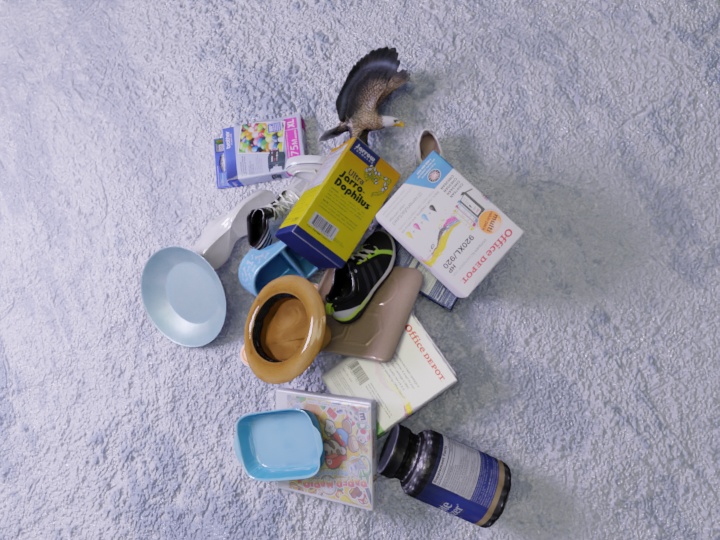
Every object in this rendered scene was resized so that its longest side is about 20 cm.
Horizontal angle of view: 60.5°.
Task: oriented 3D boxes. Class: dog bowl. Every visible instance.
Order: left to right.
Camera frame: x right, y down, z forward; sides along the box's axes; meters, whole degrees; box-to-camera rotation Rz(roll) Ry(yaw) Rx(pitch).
[{"bbox_3d":[-0.132,-0.021,1.150,0.200,0.112,0.050,-41,41,-4],"label":"dog bowl"}]

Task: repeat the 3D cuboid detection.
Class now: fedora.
[{"bbox_3d":[-0.116,0.105,1.065,0.200,0.082,0.202,-15,67,38],"label":"fedora"}]

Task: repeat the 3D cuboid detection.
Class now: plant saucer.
[{"bbox_3d":[-0.333,0.047,1.189,0.200,0.039,0.202,6,107,21],"label":"plant saucer"}]

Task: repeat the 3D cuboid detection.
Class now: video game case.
[{"bbox_3d":[-0.062,0.304,1.066,0.199,0.023,0.183,1,94,30],"label":"video game case"}]

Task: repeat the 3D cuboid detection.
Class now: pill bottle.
[{"bbox_3d":[0.134,0.330,1.012,0.199,0.112,0.112,24,83,-3],"label":"pill bottle"}]

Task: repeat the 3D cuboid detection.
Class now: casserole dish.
[{"bbox_3d":[-0.137,0.300,1.077,0.199,0.039,0.122,-15,85,30],"label":"casserole dish"}]

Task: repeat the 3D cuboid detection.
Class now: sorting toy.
[{"bbox_3d":[-0.001,0.072,1.108,0.199,0.037,0.186,7,59,33],"label":"sorting toy"}]

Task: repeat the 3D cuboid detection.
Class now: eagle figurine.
[{"bbox_3d":[0.017,-0.311,1.180,0.150,0.152,0.201,7,96,-31],"label":"eagle figurine"}]

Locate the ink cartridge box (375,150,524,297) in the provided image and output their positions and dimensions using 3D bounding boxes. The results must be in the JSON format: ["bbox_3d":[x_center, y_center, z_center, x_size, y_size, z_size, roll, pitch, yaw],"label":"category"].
[{"bbox_3d":[0.148,-0.072,1.048,0.200,0.145,0.147,42,92,3],"label":"ink cartridge box"}]

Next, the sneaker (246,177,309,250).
[{"bbox_3d":[-0.146,-0.114,1.176,0.075,0.115,0.201,28,84,16],"label":"sneaker"}]

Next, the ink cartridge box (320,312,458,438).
[{"bbox_3d":[0.054,0.192,1.093,0.200,0.084,0.145,-36,74,2],"label":"ink cartridge box"}]

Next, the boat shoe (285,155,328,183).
[{"bbox_3d":[-0.046,-0.158,1.172,0.201,0.075,0.087,10,76,-14],"label":"boat shoe"}]

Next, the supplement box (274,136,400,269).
[{"bbox_3d":[-0.040,-0.113,1.073,0.109,0.109,0.201,37,76,-18],"label":"supplement box"}]

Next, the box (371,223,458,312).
[{"bbox_3d":[0.111,-0.026,1.151,0.199,0.032,0.122,31,89,12],"label":"box"}]

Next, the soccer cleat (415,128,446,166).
[{"bbox_3d":[0.139,-0.168,1.152,0.069,0.078,0.201,-14,73,5],"label":"soccer cleat"}]

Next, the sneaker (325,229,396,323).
[{"bbox_3d":[0.000,0.000,1.080,0.071,0.083,0.201,9,60,33],"label":"sneaker"}]

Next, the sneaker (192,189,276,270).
[{"bbox_3d":[-0.257,-0.095,1.222,0.200,0.075,0.088,-44,43,-10],"label":"sneaker"}]

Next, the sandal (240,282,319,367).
[{"bbox_3d":[-0.147,0.106,1.159,0.207,0.059,0.079,-43,75,-1],"label":"sandal"}]

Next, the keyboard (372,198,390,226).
[{"bbox_3d":[0.123,-0.109,1.184,0.199,0.011,0.057,3,74,10],"label":"keyboard"}]

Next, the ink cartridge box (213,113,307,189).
[{"bbox_3d":[-0.208,-0.240,1.254,0.199,0.042,0.120,-10,76,9],"label":"ink cartridge box"}]
